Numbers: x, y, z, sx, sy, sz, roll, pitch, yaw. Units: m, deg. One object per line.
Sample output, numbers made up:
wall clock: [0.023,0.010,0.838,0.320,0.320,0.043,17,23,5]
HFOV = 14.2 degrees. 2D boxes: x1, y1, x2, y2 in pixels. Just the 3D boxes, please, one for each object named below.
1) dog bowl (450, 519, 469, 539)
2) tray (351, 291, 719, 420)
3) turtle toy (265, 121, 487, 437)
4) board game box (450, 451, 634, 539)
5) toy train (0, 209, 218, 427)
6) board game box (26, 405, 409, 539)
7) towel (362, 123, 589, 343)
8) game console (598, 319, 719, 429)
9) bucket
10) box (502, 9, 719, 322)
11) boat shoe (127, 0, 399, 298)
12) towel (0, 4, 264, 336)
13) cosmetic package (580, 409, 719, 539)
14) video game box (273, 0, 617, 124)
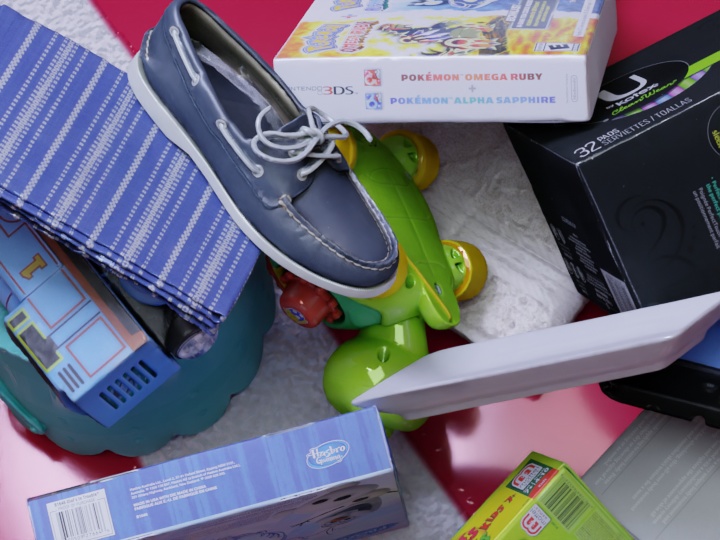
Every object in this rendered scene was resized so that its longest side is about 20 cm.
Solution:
dog bowl: [0.068,0.226,1.688,0.111,0.050,0.200,42,79,19]
tray: [0.103,0.050,1.586,0.200,0.107,0.022,-13,98,29]
turtle toy: [0.000,0.000,1.715,0.101,0.146,0.200,-29,74,25]
board game box: [0.135,0.208,1.630,0.102,0.048,0.200,-46,108,-10]
toy train: [-0.167,-0.012,1.643,0.114,0.087,0.200,-39,71,-3]
board game box: [-0.076,0.138,1.655,0.200,0.199,0.043,-15,75,0]
towel: [0.064,-0.036,1.790,0.200,0.034,0.133,33,86,16]
game console: [0.247,0.004,1.669,0.176,0.117,0.200,14,28,12]
bucket: [-0.154,-0.002,1.754,0.207,0.135,0.207,-2,68,5]
box: [0.212,-0.068,1.682,0.200,0.149,0.124,-28,108,-7]
boat shoe: [-0.046,-0.070,1.610,0.075,0.062,0.200,-25,68,-44]
towel: [-0.143,-0.058,1.596,0.200,0.024,0.145,31,41,-7]
cosmetic package: [0.230,0.163,1.679,0.200,0.090,0.107,43,78,16]
video game box: [0.055,-0.135,1.717,0.182,0.200,0.047,-2,109,10]
